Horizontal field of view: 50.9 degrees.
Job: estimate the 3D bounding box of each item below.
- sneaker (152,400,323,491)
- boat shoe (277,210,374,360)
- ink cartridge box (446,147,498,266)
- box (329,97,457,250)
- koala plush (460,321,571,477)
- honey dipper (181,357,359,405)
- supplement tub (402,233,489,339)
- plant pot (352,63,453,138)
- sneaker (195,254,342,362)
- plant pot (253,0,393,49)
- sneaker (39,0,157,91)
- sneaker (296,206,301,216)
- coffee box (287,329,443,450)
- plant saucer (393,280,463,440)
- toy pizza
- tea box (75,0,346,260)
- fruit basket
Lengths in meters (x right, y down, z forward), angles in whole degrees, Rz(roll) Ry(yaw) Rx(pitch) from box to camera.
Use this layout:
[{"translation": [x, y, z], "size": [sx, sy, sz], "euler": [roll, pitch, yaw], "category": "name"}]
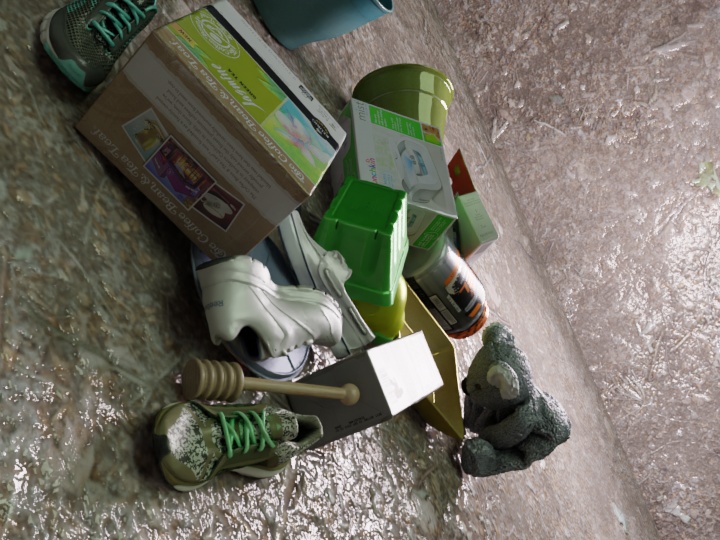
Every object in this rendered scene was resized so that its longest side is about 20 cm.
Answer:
[{"translation": [-0.101, 0.141, 0.666], "size": [0.199, 0.088, 0.078], "euler": [17, 51, -62], "category": "sneaker"}, {"translation": [-0.042, 0.007, 0.915], "size": [0.074, 0.065, 0.202], "euler": [-127, -167, -72], "category": "boat shoe"}, {"translation": [0.165, -0.095, 1.376], "size": [0.200, 0.044, 0.178], "euler": [121, -51, -66], "category": "ink cartridge box"}, {"translation": [0.046, -0.153, 1.217], "size": [0.174, 0.097, 0.202], "euler": [15, 50, -25], "category": "box"}, {"translation": [0.235, 0.196, 1.215], "size": [0.178, 0.181, 0.203], "euler": [-70, 146, -63], "category": "koala plush"}, {"translation": [-0.078, 0.113, 0.736], "size": [0.198, 0.038, 0.038], "euler": [13, 53, -41], "category": "honey dipper"}, {"translation": [0.139, 0.025, 1.310], "size": [0.200, 0.121, 0.124], "euler": [48, 27, -38], "category": "supplement tub"}, {"translation": [0.086, -0.250, 1.428], "size": [0.200, 0.198, 0.193], "euler": [32, 50, -54], "category": "plant pot"}, {"translation": [-0.088, 0.054, 0.752], "size": [0.199, 0.074, 0.088], "euler": [24, 55, -49], "category": "sneaker"}, {"translation": [-0.073, -0.474, 1.258], "size": [0.200, 0.186, 0.202], "euler": [48, 27, -36], "category": "plant pot"}, {"translation": [-0.246, -0.254, 0.746], "size": [0.078, 0.090, 0.202], "euler": [48, 27, -35], "category": "sneaker"}, {"translation": [-0.128, -0.154, 0.979], "size": [0.066, 0.077, 0.203], "euler": [-111, -174, -64], "category": "sneaker"}, {"translation": [0.011, 0.137, 0.904], "size": [0.081, 0.112, 0.200], "euler": [67, 21, 7], "category": "coffee box"}, {"translation": [0.089, 0.138, 1.174], "size": [0.201, 0.048, 0.201], "euler": [51, 26, -33], "category": "plant saucer"}, {"translation": [-0.121, 0.028, 0.819], "size": [0.201, 0.031, 0.202], "euler": [50, 25, -33], "category": "toy pizza"}, {"translation": [-0.139, -0.143, 0.774], "size": [0.200, 0.133, 0.197], "euler": [45, 27, -14], "category": "tea box"}, {"translation": [0.000, 0.000, 1.042], "size": [0.216, 0.153, 0.219], "euler": [15, 90, -86], "category": "fruit basket"}]
